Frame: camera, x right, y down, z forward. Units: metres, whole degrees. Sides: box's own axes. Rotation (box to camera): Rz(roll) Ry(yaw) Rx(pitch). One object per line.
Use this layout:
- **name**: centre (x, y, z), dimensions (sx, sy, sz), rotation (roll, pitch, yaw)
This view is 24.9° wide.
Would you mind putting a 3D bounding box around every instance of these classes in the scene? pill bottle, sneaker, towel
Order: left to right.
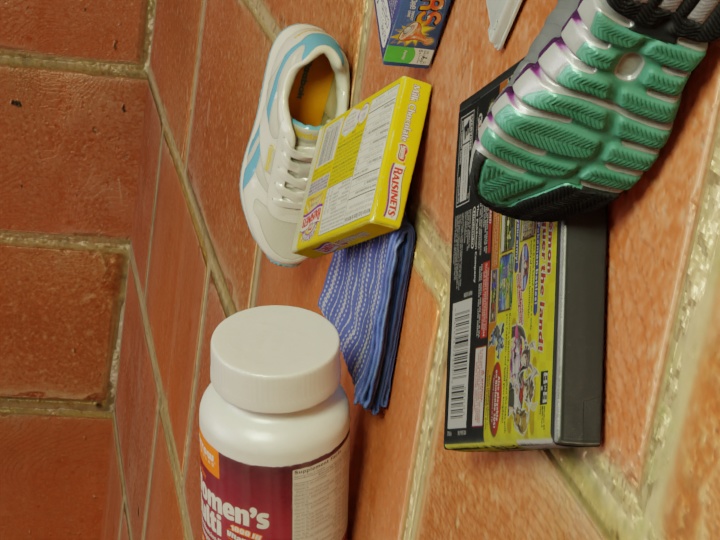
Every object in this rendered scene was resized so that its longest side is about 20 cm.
- **pill bottle**: centre (-0.061, 0.133, 1.174), dimensions (0.110, 0.109, 0.201), rotation (-108, 17, -57)
- **sneaker**: centre (-0.053, -0.097, 1.337), dimensions (0.081, 0.076, 0.202), rotation (-130, 44, -68)
- **towel**: centre (0.000, 0.000, 1.196), dimensions (0.200, 0.024, 0.146), rotation (-117, 35, -66)
- **sneaker**: centre (0.110, -0.102, 0.705), dimensions (0.200, 0.074, 0.088), rotation (126, 160, -49)

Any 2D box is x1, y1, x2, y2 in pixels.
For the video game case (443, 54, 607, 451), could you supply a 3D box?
- **video game case**: centre (0.084, -0.008, 0.846), dimensions (0.181, 0.025, 0.202), rotation (153, 121, -75)

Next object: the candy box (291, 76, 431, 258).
- **candy box**: centre (-0.003, -0.069, 1.164), dimensions (0.200, 0.026, 0.103), rotation (164, 118, -72)

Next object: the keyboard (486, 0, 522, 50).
- **keyboard**: centre (0.100, -0.207, 0.877), dimensions (0.201, 0.011, 0.057), rotation (112, 163, -51)

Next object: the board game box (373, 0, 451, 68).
- **board game box**: centre (0.035, -0.255, 1.097), dimensions (0.136, 0.034, 0.201), rotation (109, 160, -50)
